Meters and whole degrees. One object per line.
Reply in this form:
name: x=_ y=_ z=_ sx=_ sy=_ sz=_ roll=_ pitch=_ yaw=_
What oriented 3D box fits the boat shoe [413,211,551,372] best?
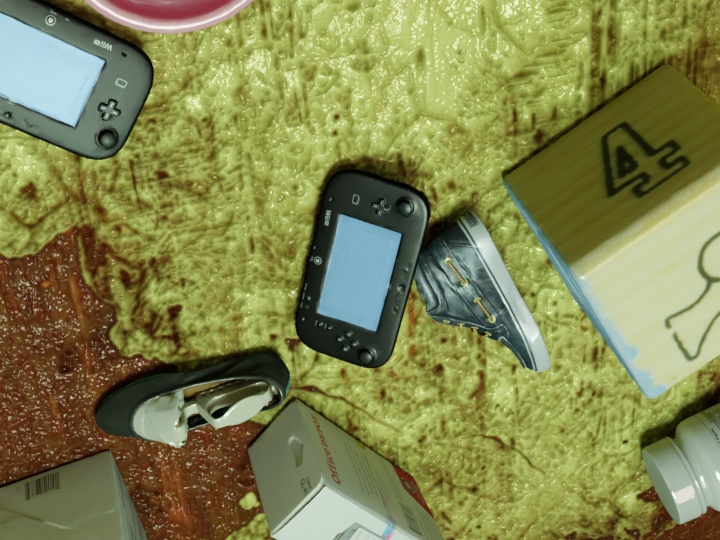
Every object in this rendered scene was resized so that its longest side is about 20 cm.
boat shoe: x=0.118 y=0.038 z=1.245 sx=0.090 sy=0.071 sz=0.201 roll=-29 pitch=118 yaw=4

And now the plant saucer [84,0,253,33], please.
plant saucer: x=-0.152 y=-0.291 z=0.968 sx=0.198 sy=0.051 sz=0.202 roll=-7 pitch=122 yaw=-12

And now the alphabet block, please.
alphabet block: x=0.285 y=-0.038 z=1.168 sx=0.199 sy=0.197 sz=0.196 roll=-34 pitch=126 yaw=5

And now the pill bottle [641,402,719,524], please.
pill bottle: x=0.435 y=0.207 z=1.413 sx=0.199 sy=0.114 sz=0.114 roll=-25 pitch=125 yaw=0

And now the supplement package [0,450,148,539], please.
supplement package: x=-0.287 y=0.324 z=1.241 sx=0.150 sy=0.151 sz=0.201 roll=-18 pitch=124 yaw=-6

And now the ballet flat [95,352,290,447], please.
ballet flat: x=-0.164 y=0.131 z=1.211 sx=0.198 sy=0.069 sz=0.068 roll=-18 pitch=125 yaw=-5

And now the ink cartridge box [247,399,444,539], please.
ink cartridge box: x=-0.011 y=0.246 z=1.280 sx=0.199 sy=0.148 sz=0.086 roll=36 pitch=104 yaw=-30

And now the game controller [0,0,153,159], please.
game controller: x=-0.272 y=-0.168 z=1.002 sx=0.199 sy=0.042 sz=0.105 roll=22 pitch=112 yaw=-28

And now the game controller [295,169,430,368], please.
game controller: x=0.000 y=0.000 z=1.183 sx=0.103 sy=0.042 sz=0.202 roll=14 pitch=117 yaw=-1
